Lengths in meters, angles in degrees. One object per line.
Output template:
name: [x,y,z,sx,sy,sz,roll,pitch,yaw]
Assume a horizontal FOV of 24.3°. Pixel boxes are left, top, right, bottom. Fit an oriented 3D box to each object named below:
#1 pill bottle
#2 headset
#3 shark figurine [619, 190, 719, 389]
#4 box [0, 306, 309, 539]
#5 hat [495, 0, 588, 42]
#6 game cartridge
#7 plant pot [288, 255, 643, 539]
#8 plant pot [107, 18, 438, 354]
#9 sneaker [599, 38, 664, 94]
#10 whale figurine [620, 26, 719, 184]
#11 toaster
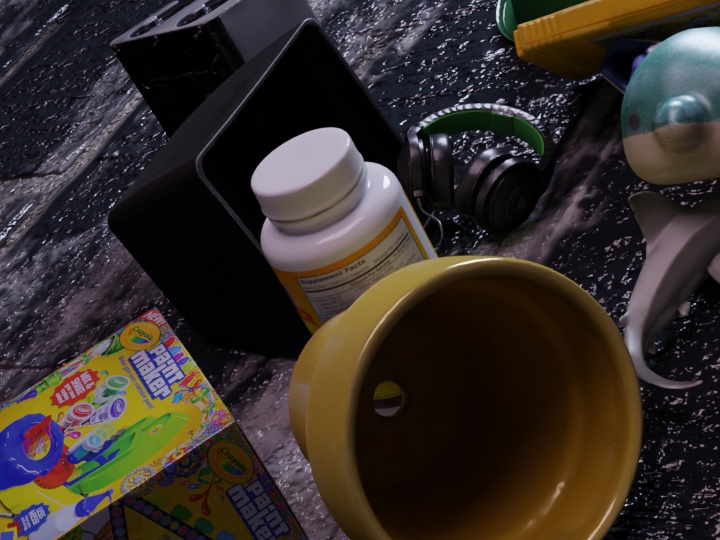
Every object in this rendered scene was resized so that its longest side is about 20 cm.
pill bottle: [0.000,0.000,1.199,0.109,0.201,0.109,-21,30,13]
headset: [0.081,-0.059,1.348,0.123,0.094,0.200,15,42,21]
shark figurine: [0.204,-0.005,1.126,0.215,0.090,0.128,-47,17,-26]
box: [-0.171,0.158,1.188,0.192,0.122,0.200,-33,30,-8]
hat: [0.157,-0.320,1.538,0.166,0.176,0.200,-50,35,-4]
game cartridge: [0.240,-0.202,1.370,0.199,0.033,0.176,-16,-8,24]
plant pot: [0.046,0.089,1.053,0.201,0.201,0.189,-39,15,-16]
plant pot: [-0.086,-0.050,1.377,0.177,0.200,0.200,-17,30,42]
sneaker: [0.250,-0.131,1.277,0.200,0.088,0.076,40,114,65]
whale figurine: [0.259,-0.119,1.111,0.158,0.104,0.200,-9,-2,-28]
toaster: [-0.114,-0.175,1.592,0.180,0.201,0.119,-2,37,51]
